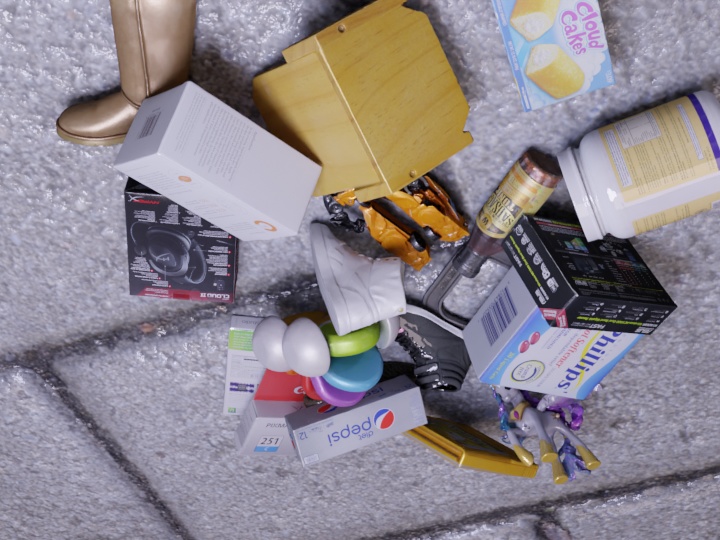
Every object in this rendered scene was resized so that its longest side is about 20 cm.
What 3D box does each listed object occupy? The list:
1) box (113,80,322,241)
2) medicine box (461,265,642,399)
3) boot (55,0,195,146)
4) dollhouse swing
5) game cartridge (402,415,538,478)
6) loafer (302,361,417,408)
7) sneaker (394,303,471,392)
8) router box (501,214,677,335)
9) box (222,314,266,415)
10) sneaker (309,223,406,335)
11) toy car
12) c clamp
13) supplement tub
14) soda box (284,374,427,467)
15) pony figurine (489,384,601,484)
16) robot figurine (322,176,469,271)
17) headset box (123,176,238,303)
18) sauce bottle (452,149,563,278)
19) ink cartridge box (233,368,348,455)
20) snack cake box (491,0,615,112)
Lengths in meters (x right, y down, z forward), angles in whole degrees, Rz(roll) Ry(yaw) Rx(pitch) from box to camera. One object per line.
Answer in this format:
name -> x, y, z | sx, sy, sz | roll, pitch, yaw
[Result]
box -> -0.169, -0.124, 1.093 | 0.200, 0.098, 0.124 | 31, 160, -33
medicine box -> 0.284, 0.083, 1.334 | 0.200, 0.103, 0.182 | 13, 130, -24
boot -> -0.285, -0.252, 1.099 | 0.175, 0.066, 0.200 | -4, 132, -13
dollhouse swing -> -0.003, -0.204, 1.120 | 0.182, 0.176, 0.200 | -33, 106, -18
game cartridge -> 0.162, 0.272, 1.441 | 0.200, 0.176, 0.032 | 17, 94, -42
loafer -> 0.008, 0.198, 1.436 | 0.200, 0.076, 0.068 | -13, 111, -14
sneaker -> 0.088, 0.120, 1.375 | 0.200, 0.099, 0.071 | 26, 152, -21
router box -> 0.304, 0.007, 1.221 | 0.200, 0.150, 0.062 | 7, 133, -33
box -> -0.142, 0.158, 1.456 | 0.144, 0.036, 0.200 | 6, 131, -6
sneaker -> 0.000, 0.000, 1.237 | 0.115, 0.200, 0.074 | -15, 136, -8
toy car -> -0.042, 0.119, 1.295 | 0.175, 0.200, 0.150 | -20, 101, -34
c clamp -> 0.195, 0.030, 1.357 | 0.171, 0.027, 0.200 | 28, 125, -21
supplement tub -> 0.364, -0.126, 1.153 | 0.200, 0.145, 0.145 | -19, 127, 15
soda box -> -0.007, 0.222, 1.359 | 0.200, 0.068, 0.064 | -18, 105, -13
pony figurine -> 0.295, 0.239, 1.450 | 0.193, 0.200, 0.167 | 16, 123, -33
robot figurine -> 0.045, -0.087, 1.239 | 0.145, 0.058, 0.200 | -37, 122, 26
headset box -> -0.242, -0.042, 1.261 | 0.149, 0.077, 0.200 | 4, 130, -4
sauce bottle -> 0.195, -0.071, 1.244 | 0.066, 0.066, 0.200 | 22, 122, -18
ink cartridge box -> -0.081, 0.224, 1.461 | 0.200, 0.045, 0.176 | 6, 128, -29
snack cake box -> 0.217, -0.297, 1.060 | 0.115, 0.067, 0.200 | -16, 128, 13
